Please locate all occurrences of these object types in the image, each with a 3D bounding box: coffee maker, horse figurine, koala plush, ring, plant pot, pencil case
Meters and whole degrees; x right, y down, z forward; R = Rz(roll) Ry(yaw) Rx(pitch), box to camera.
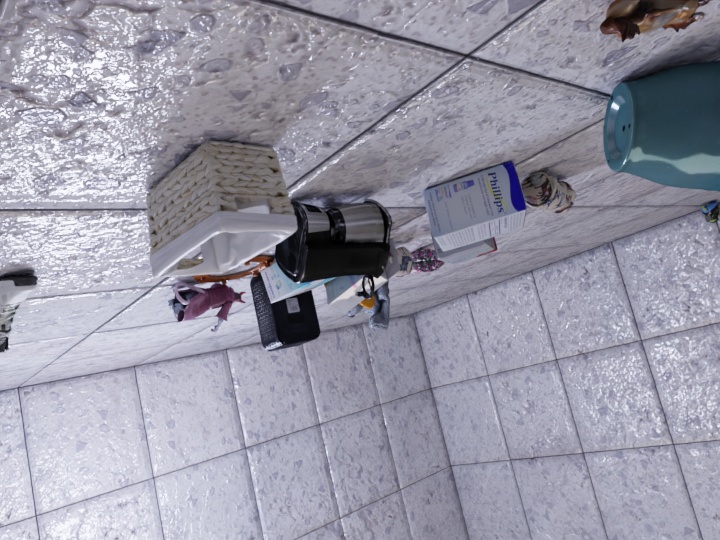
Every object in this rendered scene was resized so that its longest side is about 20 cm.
[{"bbox_3d":[-0.050,-0.033,1.160,0.195,0.199,0.133,-6,-176,-33],"label":"coffee maker"},{"bbox_3d":[0.337,-0.292,0.689,0.195,0.051,0.132,-21,-170,-19],"label":"horse figurine"},{"bbox_3d":[-0.006,0.086,2.057,0.193,0.190,0.178,1,-165,-5],"label":"koala plush"},{"bbox_3d":[-0.304,0.003,1.492,0.194,0.020,0.201,-16,170,-3],"label":"ring"},{"bbox_3d":[0.490,-0.225,0.966,0.182,0.207,0.200,0,171,4],"label":"plant pot"},{"bbox_3d":[0.054,-0.020,1.692,0.196,0.080,0.088,-6,-163,-42],"label":"pencil case"},{"bbox_3d":[0.443,-0.178,1.441,0.087,0.081,0.198,-3,178,34],"label":"pencil case"}]

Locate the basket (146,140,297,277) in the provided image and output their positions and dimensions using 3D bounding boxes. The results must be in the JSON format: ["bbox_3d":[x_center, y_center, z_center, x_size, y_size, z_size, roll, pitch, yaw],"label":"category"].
[{"bbox_3d":[-0.201,-0.081,0.858,0.133,0.127,0.197,-4,165,-46],"label":"basket"}]

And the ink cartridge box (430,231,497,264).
[{"bbox_3d":[0.293,-0.083,1.731,0.142,0.085,0.199,-18,170,19],"label":"ink cartridge box"}]

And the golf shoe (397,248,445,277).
[{"bbox_3d":[0.191,-0.030,1.931,0.196,0.075,0.091,-10,-178,42],"label":"golf shoe"}]

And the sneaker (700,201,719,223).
[{"bbox_3d":[1.538,-0.252,2.700,0.069,0.085,0.197,-20,169,32],"label":"sneaker"}]

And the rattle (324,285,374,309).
[{"bbox_3d":[-0.032,0.069,1.942,0.198,0.145,0.129,-32,179,43],"label":"rattle"}]

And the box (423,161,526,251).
[{"bbox_3d":[0.246,-0.131,1.323,0.194,0.108,0.184,-16,170,11],"label":"box"}]

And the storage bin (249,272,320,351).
[{"bbox_3d":[-0.198,0.096,1.621,0.132,0.206,0.093,-6,168,-38],"label":"storage bin"}]

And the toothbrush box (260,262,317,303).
[{"bbox_3d":[-0.126,-0.003,1.486,0.144,0.088,0.198,-18,176,-44],"label":"toothbrush box"}]

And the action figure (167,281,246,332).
[{"bbox_3d":[-0.380,0.064,1.554,0.195,0.136,0.151,-9,142,-27],"label":"action figure"}]

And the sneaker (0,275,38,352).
[{"bbox_3d":[-0.644,0.085,1.132,0.197,0.119,0.075,-22,168,35],"label":"sneaker"}]

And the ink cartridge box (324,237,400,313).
[{"bbox_3d":[0.000,0.000,1.534,0.199,0.119,0.067,-38,132,26],"label":"ink cartridge box"}]
